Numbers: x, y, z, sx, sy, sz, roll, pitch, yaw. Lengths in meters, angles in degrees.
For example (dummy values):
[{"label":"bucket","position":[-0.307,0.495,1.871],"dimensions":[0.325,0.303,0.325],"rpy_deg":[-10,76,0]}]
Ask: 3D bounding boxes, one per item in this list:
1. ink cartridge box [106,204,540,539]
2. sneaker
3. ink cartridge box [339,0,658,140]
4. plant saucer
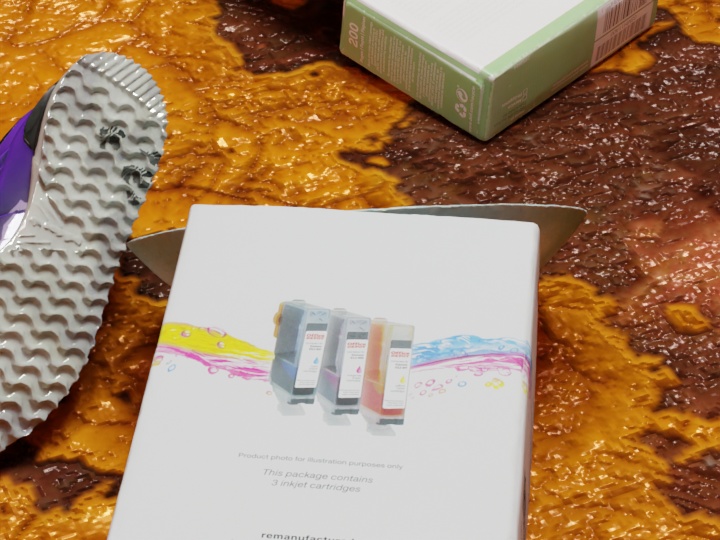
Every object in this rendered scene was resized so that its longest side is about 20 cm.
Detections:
[{"label":"ink cartridge box","position":[-0.008,0.092,0.960],"dimensions":[0.143,0.146,0.201],"rpy_deg":[4,39,5]},{"label":"sneaker","position":[-0.155,0.002,1.134],"dimensions":[0.069,0.099,0.201],"rpy_deg":[35,65,-20]},{"label":"ink cartridge box","position":[0.038,-0.162,1.332],"dimensions":[0.199,0.048,0.145],"rpy_deg":[34,50,27]},{"label":"plant saucer","position":[0.000,0.000,1.094],"dimensions":[0.199,0.039,0.201],"rpy_deg":[-5,-4,0]}]
